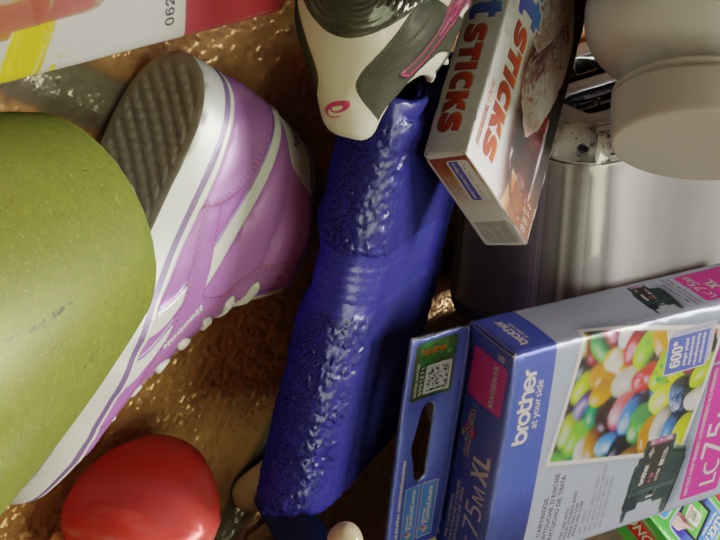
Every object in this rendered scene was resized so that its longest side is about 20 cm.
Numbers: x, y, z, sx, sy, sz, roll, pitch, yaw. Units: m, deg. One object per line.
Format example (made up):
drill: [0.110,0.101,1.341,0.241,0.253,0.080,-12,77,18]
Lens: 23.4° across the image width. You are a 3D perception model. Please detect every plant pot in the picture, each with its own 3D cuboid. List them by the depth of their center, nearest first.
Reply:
plant pot: [-0.169,0.024,0.602,0.199,0.186,0.189,-33,134,-43]

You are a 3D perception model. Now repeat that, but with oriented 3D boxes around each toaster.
toaster: [0.123,-0.039,0.883,0.198,0.113,0.131,-18,122,-33]

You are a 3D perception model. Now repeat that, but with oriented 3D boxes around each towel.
towel: [0.000,0.000,0.800,0.148,0.049,0.202,-34,139,-67]

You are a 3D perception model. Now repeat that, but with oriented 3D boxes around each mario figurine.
mario figurine: [-0.100,0.177,0.802,0.122,0.106,0.203,9,88,-34]

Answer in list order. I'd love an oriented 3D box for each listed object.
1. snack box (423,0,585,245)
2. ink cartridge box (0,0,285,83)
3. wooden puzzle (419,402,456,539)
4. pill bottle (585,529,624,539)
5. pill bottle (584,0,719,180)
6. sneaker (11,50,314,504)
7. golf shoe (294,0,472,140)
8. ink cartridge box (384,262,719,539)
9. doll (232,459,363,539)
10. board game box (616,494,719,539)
snack box: [0.075,-0.115,0.788,0.072,0.024,0.202,49,49,-47]
ink cartridge box: [-0.125,-0.146,0.596,0.199,0.083,0.147,-21,127,-35]
wooden puzzle: [0.061,0.132,0.921,0.185,0.037,0.202,-39,141,-62]
pill bottle: [0.148,0.218,1.038,0.114,0.114,0.201,-40,150,-19]
pill bottle: [0.157,-0.149,0.785,0.112,0.111,0.203,25,64,-48]
sneaker: [-0.083,0.019,0.748,0.114,0.072,0.202,30,91,-52]
golf shoe: [0.019,-0.130,0.718,0.200,0.076,0.089,-51,152,-54]
ink cartridge box: [0.104,0.071,0.823,0.198,0.042,0.121,-10,121,-32]
doll: [0.001,0.166,0.815,0.048,0.200,0.138,-22,129,-20]
board game box: [0.190,0.075,0.973,0.135,0.029,0.200,50,48,-7]
